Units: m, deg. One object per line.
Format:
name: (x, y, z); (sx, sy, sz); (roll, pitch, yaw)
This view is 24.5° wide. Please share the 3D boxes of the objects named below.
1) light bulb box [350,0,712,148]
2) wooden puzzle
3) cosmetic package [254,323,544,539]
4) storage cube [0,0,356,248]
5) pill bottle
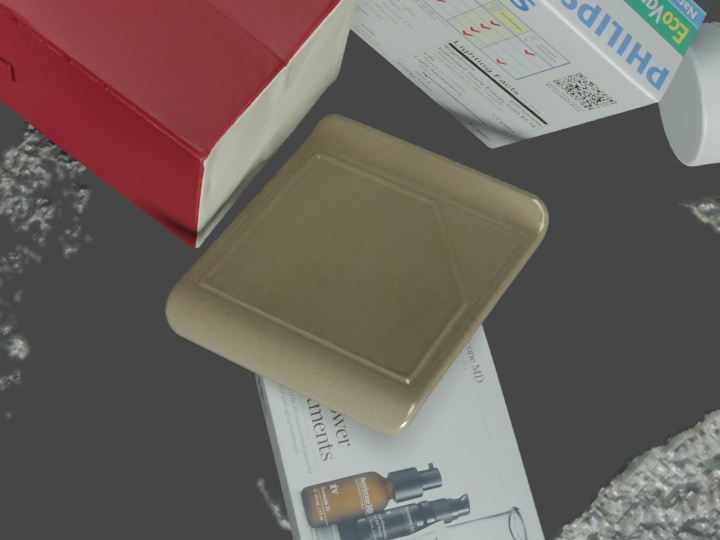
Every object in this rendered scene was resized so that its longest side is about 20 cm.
light bulb box: (0.094, -0.196, 1.071); (0.198, 0.200, 0.125); (38, 70, -19)
wooden puzzle: (0.000, 0.000, 1.085); (0.185, 0.037, 0.200); (24, 58, 22)
cosmetic package: (0.027, 0.134, 1.059); (0.150, 0.052, 0.201); (-12, 70, -10)
storage cube: (-0.124, -0.152, 1.082); (0.180, 0.200, 0.171); (37, 71, 4)
pill bottle: (0.313, -0.134, 1.141); (0.199, 0.113, 0.114); (-9, 70, -7)
